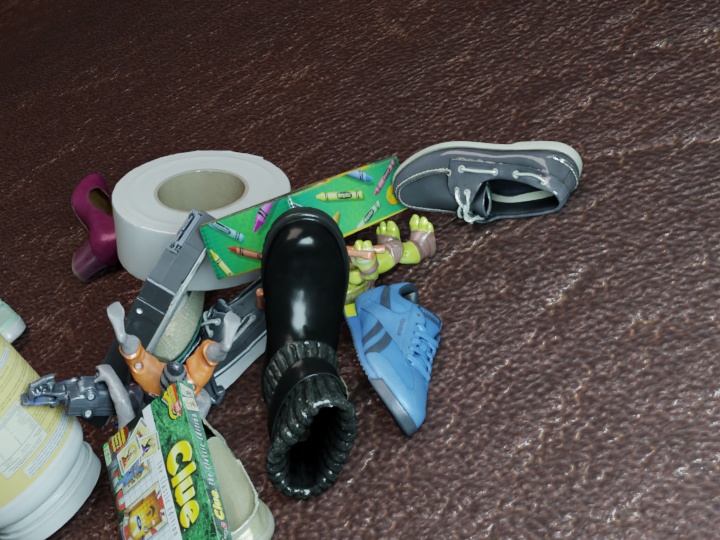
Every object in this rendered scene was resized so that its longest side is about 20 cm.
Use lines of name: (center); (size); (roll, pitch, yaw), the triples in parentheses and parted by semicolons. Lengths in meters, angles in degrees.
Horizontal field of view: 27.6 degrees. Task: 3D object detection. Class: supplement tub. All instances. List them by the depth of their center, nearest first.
supplement tub: (-0.359, 0.155, 1.413); (0.144, 0.201, 0.146); (-31, 24, 15)

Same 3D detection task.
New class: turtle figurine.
turtle figurine: (0.000, 0.000, 1.400); (0.160, 0.065, 0.199); (-29, 0, -37)

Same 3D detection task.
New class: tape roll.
tape roll: (-0.173, -0.059, 1.621); (0.199, 0.072, 0.203); (-1, 30, 1)

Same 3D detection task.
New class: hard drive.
hard drive: (-0.209, 0.048, 1.455); (0.201, 0.038, 0.140); (-58, 5, 34)

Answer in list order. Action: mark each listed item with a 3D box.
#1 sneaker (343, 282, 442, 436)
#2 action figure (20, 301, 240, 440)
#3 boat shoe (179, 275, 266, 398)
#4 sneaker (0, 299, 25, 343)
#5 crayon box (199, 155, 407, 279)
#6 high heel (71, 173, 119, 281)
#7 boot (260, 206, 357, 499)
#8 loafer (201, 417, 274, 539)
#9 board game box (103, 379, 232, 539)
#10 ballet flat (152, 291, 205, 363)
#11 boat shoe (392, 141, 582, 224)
sneaker: (0.038, 0.067, 1.283); (0.078, 0.066, 0.201); (-27, 27, 4)
action figure: (-0.207, 0.119, 1.353); (0.197, 0.195, 0.105); (-5, 45, -20)
boat shoe: (-0.130, 0.060, 1.474); (0.199, 0.068, 0.072); (-38, 27, -8)
sneaker: (-0.501, 0.039, 1.862); (0.074, 0.119, 0.200); (-41, 29, -19)
crayon box: (-0.051, -0.054, 1.458); (0.118, 0.059, 0.199); (-16, 6, 35)
high heel: (-0.325, -0.075, 1.909); (0.096, 0.067, 0.202); (-33, 40, 22)
boot: (-0.044, 0.069, 1.250); (0.078, 0.214, 0.158); (0, 24, -5)
loafer: (-0.132, 0.189, 1.264); (0.075, 0.069, 0.200); (-36, 27, -6)
board game box: (-0.160, 0.199, 1.223); (0.104, 0.023, 0.201); (-39, 47, 20)
ballet flat: (-0.204, 0.024, 1.622); (0.067, 0.063, 0.201); (-23, 29, 23)
boat shoe: (0.115, -0.080, 1.421); (0.197, 0.073, 0.063); (-4, 45, 27)
